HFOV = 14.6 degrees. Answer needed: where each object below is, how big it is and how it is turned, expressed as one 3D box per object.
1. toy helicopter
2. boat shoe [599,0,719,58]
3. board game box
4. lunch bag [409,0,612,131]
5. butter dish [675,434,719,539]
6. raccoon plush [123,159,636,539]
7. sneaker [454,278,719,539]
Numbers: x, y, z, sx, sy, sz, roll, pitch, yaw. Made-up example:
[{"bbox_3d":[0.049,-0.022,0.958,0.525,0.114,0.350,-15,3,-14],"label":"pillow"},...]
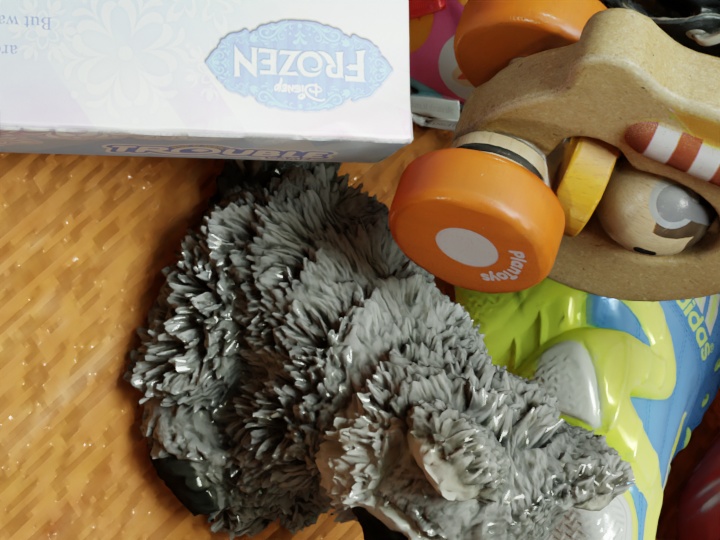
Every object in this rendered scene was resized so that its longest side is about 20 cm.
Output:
[{"bbox_3d":[0.113,-0.028,0.745,0.132,0.199,0.079,39,55,-28],"label":"toy helicopter"},{"bbox_3d":[0.094,-0.092,0.794,0.200,0.076,0.060,36,28,10],"label":"boat shoe"},{"bbox_3d":[-0.086,-0.132,0.766,0.199,0.043,0.200,2,81,-15],"label":"board game box"},{"bbox_3d":[0.038,-0.152,0.888,0.176,0.082,0.201,-29,103,-37],"label":"lunch bag"},{"bbox_3d":[0.185,0.055,0.917,0.199,0.199,0.148,-29,90,-35],"label":"butter dish"},{"bbox_3d":[0.000,0.000,0.802,0.096,0.134,0.201,-16,94,-39],"label":"raccoon plush"},{"bbox_3d":[0.084,0.059,0.902,0.105,0.075,0.201,3,87,-45],"label":"sneaker"}]
